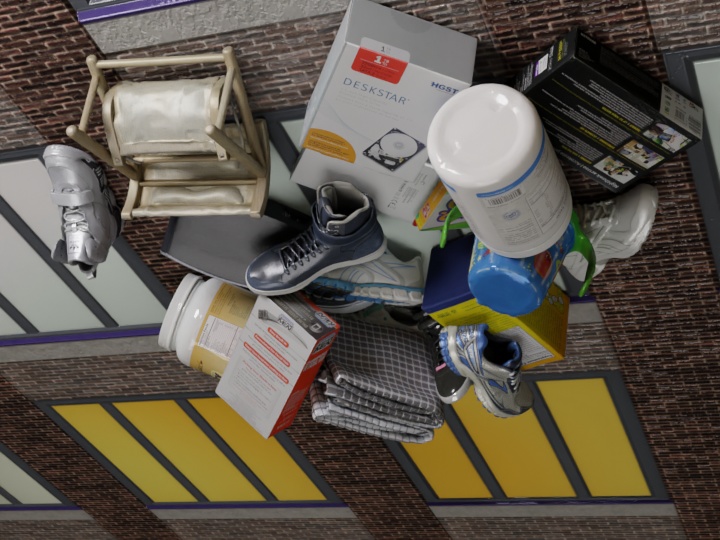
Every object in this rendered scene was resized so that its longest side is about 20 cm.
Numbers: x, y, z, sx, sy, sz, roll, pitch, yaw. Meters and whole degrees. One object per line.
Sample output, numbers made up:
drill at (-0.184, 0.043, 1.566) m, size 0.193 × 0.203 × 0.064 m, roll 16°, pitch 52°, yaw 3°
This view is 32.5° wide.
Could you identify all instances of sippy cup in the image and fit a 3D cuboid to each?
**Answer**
sippy cup at (0.196, -0.019, 1.559) m, size 0.177 × 0.131 × 0.140 m, roll -4°, pitch 136°, yaw 34°

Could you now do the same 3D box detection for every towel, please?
towel at (0.023, 0.153, 1.811) m, size 0.199 × 0.166 × 0.086 m, roll 17°, pitch 128°, yaw -21°

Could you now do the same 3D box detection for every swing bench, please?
swing bench at (-0.232, -0.166, 1.564) m, size 0.197 × 0.131 × 0.200 m, roll 0°, pitch 150°, yaw 15°

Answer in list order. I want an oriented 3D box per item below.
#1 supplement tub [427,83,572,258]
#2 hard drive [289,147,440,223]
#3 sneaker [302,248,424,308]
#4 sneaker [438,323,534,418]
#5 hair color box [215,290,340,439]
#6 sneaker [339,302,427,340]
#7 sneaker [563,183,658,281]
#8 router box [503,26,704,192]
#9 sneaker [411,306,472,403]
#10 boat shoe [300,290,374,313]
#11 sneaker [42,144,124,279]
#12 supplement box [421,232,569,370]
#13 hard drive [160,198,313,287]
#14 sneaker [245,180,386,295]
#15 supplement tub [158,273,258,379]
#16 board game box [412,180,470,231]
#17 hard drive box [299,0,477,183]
supplement tub at (0.164, -0.112, 1.425) m, size 0.131 × 0.133 × 0.200 m, roll -3°, pitch 156°, yaw 20°
hard drive at (0.019, -0.129, 1.628) m, size 0.199 × 0.026 × 0.132 m, roll 19°, pitch 145°, yaw -11°
sneaker at (0.000, 0.000, 1.761) m, size 0.198 × 0.087 × 0.075 m, roll 7°, pitch 168°, yaw -18°
sneaker at (0.195, 0.140, 1.729) m, size 0.085 × 0.077 × 0.200 m, roll -21°, pitch 135°, yaw 33°
hair color box at (-0.119, 0.127, 1.752) m, size 0.111 × 0.064 × 0.201 m, roll 40°, pitch 126°, yaw 18°
sneaker at (0.015, 0.079, 1.900) m, size 0.198 × 0.076 × 0.089 m, roll -1°, pitch 141°, yaw 0°
sneaker at (0.305, -0.057, 1.608) m, size 0.099 × 0.078 × 0.200 m, roll 26°, pitch 143°, yaw -14°
router box at (0.278, -0.183, 1.450) m, size 0.199 × 0.051 × 0.149 m, roll 28°, pitch 144°, yaw -22°
sneaker at (0.114, 0.102, 1.795) m, size 0.070 × 0.201 × 0.099 m, roll -30°, pitch 120°, yaw 24°
boat shoe at (-0.070, 0.011, 1.814) m, size 0.199 × 0.071 × 0.091 m, roll 0°, pitch 148°, yaw 20°
sneaker at (-0.398, -0.079, 1.742) m, size 0.075 × 0.116 × 0.200 m, roll 0°, pitch 144°, yaw 16°
supplement box at (0.195, 0.047, 1.756) m, size 0.108 × 0.110 × 0.200 m, roll -21°, pitch 134°, yaw 38°
hard drive at (-0.173, -0.043, 1.740) m, size 0.199 × 0.042 × 0.136 m, roll 18°, pitch 112°, yaw -8°
sneaker at (-0.070, -0.045, 1.643) m, size 0.201 × 0.077 × 0.146 m, roll -22°, pitch 154°, yaw -3°
supplement tub at (-0.195, 0.098, 1.899) m, size 0.199 × 0.145 × 0.145 m, roll 23°, pitch 146°, yaw 3°
board game box at (0.143, -0.105, 1.597) m, size 0.095 × 0.030 × 0.200 m, roll -4°, pitch 154°, yaw -24°
hard drive box at (0.029, -0.210, 1.464) m, size 0.155 × 0.077 × 0.200 m, roll 17°, pitch 145°, yaw -9°
